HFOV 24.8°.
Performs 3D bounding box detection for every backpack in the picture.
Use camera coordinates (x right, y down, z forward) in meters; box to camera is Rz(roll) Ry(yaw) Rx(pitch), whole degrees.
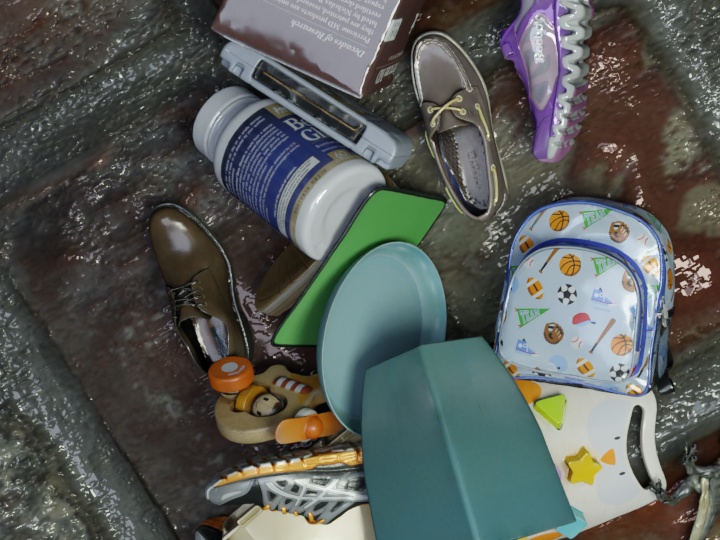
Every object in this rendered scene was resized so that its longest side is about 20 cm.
[{"bbox_3d":[0.222,0.022,1.626,0.200,0.154,0.191,8,92,13],"label":"backpack"}]

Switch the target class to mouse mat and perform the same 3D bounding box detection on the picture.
[{"bbox_3d":[0.000,0.000,1.660,0.008,0.161,0.200,43,107,24],"label":"mouse mat"}]

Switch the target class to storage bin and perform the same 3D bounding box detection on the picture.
[{"bbox_3d":[-0.012,0.286,1.716,0.198,0.094,0.200,-39,92,-4],"label":"storage bin"}]

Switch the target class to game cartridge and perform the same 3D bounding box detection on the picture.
[{"bbox_3d":[-0.040,-0.167,1.643,0.200,0.133,0.042,33,103,5],"label":"game cartridge"}]

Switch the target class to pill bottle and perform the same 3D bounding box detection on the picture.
[{"bbox_3d":[-0.077,-0.105,1.645,0.200,0.111,0.111,38,108,33],"label":"pill bottle"}]

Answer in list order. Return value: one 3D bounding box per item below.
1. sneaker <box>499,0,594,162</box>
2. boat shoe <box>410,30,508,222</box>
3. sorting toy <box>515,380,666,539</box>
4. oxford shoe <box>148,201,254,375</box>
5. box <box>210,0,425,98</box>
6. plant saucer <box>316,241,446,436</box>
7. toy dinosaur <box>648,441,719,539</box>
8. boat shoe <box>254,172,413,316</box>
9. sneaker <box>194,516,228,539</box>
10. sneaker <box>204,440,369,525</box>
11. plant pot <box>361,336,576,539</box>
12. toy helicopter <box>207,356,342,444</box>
[{"bbox_3d":[0.180,-0.208,1.625,0.088,0.080,0.200,6,97,17],"label":"sneaker"},{"bbox_3d":[0.098,-0.145,1.658,0.072,0.060,0.200,-16,97,15],"label":"boat shoe"},{"bbox_3d":[0.223,0.193,1.695,0.180,0.107,0.200,-11,99,-6],"label":"sorting toy"},{"bbox_3d":[-0.173,0.021,1.735,0.073,0.084,0.200,-24,94,17],"label":"oxford shoe"},{"bbox_3d":[-0.019,-0.296,1.597,0.164,0.166,0.200,24,105,5],"label":"box"},{"bbox_3d":[0.018,0.068,1.661,0.027,0.200,0.200,12,105,39],"label":"plant saucer"},{"bbox_3d":[0.352,0.218,1.677,0.088,0.047,0.200,19,107,-22],"label":"toy dinosaur"},{"bbox_3d":[-0.024,-0.013,1.704,0.200,0.074,0.069,-41,119,18],"label":"boat shoe"},{"bbox_3d":[-0.116,0.361,1.798,0.200,0.076,0.092,44,124,9],"label":"sneaker"},{"bbox_3d":[-0.054,0.218,1.632,0.200,0.078,0.077,-6,93,-6],"label":"sneaker"},{"bbox_3d":[0.088,0.174,1.590,0.141,0.141,0.200,-28,74,45],"label":"plant pot"},{"bbox_3d":[-0.053,0.130,1.697,0.200,0.132,0.079,-19,120,-19],"label":"toy helicopter"}]
